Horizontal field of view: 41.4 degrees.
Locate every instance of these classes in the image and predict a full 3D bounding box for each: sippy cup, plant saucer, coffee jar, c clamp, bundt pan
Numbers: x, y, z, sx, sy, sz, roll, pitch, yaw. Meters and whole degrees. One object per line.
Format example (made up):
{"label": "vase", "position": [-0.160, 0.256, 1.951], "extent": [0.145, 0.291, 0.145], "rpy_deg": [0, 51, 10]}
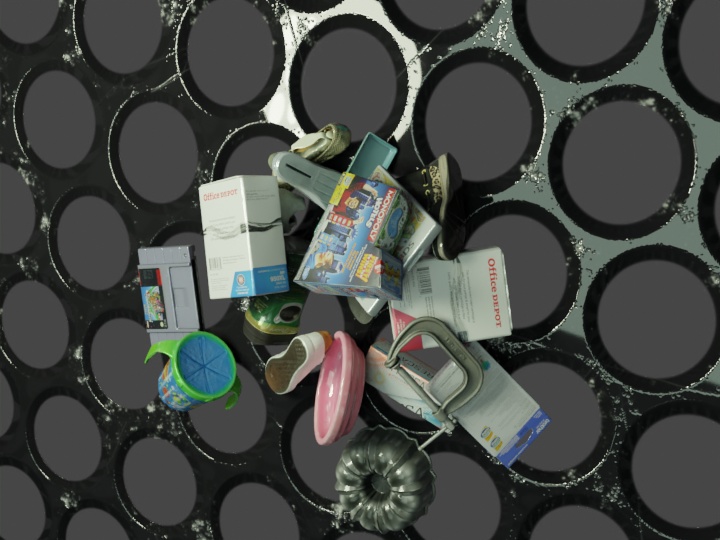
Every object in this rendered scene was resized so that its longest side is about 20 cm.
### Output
{"label": "sippy cup", "position": [-0.327, 0.207, 1.848], "extent": [0.130, 0.139, 0.180], "rpy_deg": [-39, 81, 45]}
{"label": "plant saucer", "position": [-0.011, -0.139, 1.658], "extent": [0.203, 0.069, 0.019], "rpy_deg": [-62, 33, 5]}
{"label": "coffee jar", "position": [-0.144, 0.042, 1.749], "extent": [0.085, 0.103, 0.203], "rpy_deg": [38, 115, 42]}
{"label": "c clamp", "position": [0.112, 0.181, 1.566], "extent": [0.169, 0.027, 0.201], "rpy_deg": [-35, 106, 7]}
{"label": "bundt pan", "position": [0.037, 0.394, 1.759], "extent": [0.198, 0.076, 0.207], "rpy_deg": [5, 102, 22]}
{"label": "plant saucer", "position": [-0.036, 0.213, 1.707], "extent": [0.050, 0.201, 0.205], "rpy_deg": [11, 108, -12]}

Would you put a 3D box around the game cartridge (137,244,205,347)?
{"label": "game cartridge", "position": [-0.376, 0.053, 1.894], "extent": [0.127, 0.038, 0.205], "rpy_deg": [-3, 100, 20]}

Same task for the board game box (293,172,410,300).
{"label": "board game box", "position": [0.008, -0.037, 1.520], "extent": [0.198, 0.061, 0.203], "rpy_deg": [23, 87, 47]}

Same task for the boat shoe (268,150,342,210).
{"label": "boat shoe", "position": [-0.074, -0.156, 1.669], "extent": [0.198, 0.062, 0.073], "rpy_deg": [32, 94, -29]}

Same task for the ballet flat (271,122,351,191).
{"label": "ballet flat", "position": [-0.106, -0.204, 1.698], "extent": [0.198, 0.075, 0.069], "rpy_deg": [-32, 65, 26]}

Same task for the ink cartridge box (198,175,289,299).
{"label": "ink cartridge box", "position": [-0.205, -0.058, 1.667], "extent": [0.143, 0.083, 0.205], "rpy_deg": [-4, 92, 49]}

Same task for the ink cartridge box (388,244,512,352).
{"label": "ink cartridge box", "position": [0.145, 0.045, 1.595], "extent": [0.195, 0.084, 0.148], "rpy_deg": [-9, 96, 0]}

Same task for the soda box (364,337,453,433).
{"label": "soda box", "position": [0.096, 0.203, 1.701], "extent": [0.198, 0.063, 0.069], "rpy_deg": [30, 111, 16]}

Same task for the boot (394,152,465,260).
{"label": "boot", "position": [0.096, -0.092, 1.598], "extent": [0.148, 0.073, 0.204], "rpy_deg": [-16, 57, 30]}

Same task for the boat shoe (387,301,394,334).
{"label": "boat shoe", "position": [0.069, 0.025, 1.676], "extent": [0.064, 0.072, 0.205], "rpy_deg": [3, 99, 29]}

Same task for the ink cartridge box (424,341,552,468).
{"label": "ink cartridge box", "position": [0.219, 0.226, 1.624], "extent": [0.200, 0.042, 0.120], "rpy_deg": [44, 88, -6]}

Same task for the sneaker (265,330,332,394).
{"label": "sneaker", "position": [-0.110, 0.172, 1.780], "extent": [0.200, 0.084, 0.074], "rpy_deg": [-42, 72, 51]}

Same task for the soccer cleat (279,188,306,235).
{"label": "soccer cleat", "position": [-0.168, -0.075, 1.758], "extent": [0.200, 0.085, 0.071], "rpy_deg": [-47, 46, 44]}

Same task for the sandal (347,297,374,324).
{"label": "sandal", "position": [0.000, 0.000, 1.697], "extent": [0.074, 0.045, 0.204], "rpy_deg": [18, 115, 33]}

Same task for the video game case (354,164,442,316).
{"label": "video game case", "position": [0.027, -0.053, 1.571], "extent": [0.183, 0.023, 0.200], "rpy_deg": [-52, 43, 11]}
